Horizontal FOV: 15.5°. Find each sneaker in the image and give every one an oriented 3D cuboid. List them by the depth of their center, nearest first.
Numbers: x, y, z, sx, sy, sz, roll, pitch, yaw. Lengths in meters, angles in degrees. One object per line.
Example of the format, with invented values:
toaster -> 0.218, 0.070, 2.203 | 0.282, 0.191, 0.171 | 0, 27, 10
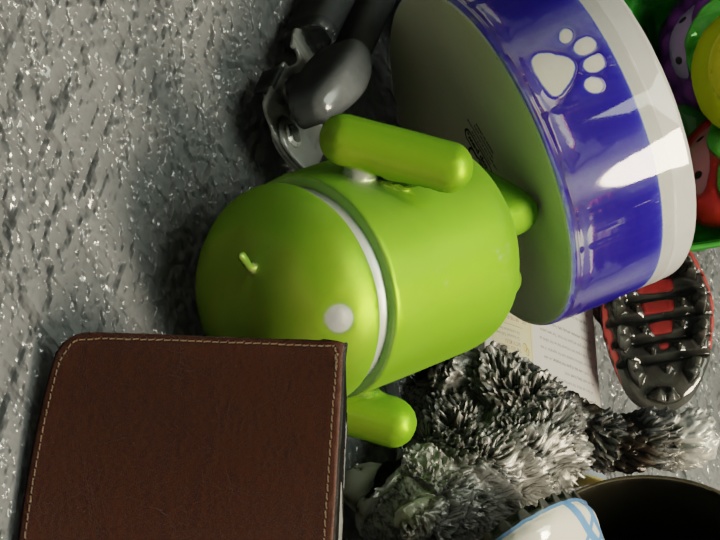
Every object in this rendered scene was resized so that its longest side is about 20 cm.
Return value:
sneaker -> 0.109, 0.175, 1.397 | 0.073, 0.072, 0.200 | 59, -1, 30
sneaker -> 0.175, 0.011, 1.668 | 0.098, 0.071, 0.201 | 98, -14, -56

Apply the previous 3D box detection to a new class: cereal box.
cereal box -> 0.093, 0.023, 1.584 | 0.144, 0.039, 0.201 | 22, 61, -55

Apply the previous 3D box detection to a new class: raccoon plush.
raccoon plush -> 0.089, 0.111, 1.407 | 0.134, 0.199, 0.097 | -80, 160, -52

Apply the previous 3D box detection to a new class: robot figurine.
robot figurine -> 0.000, 0.000, 1.336 | 0.200, 0.116, 0.176 | -19, 134, -44

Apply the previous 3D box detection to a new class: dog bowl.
dog bowl -> 0.096, -0.074, 1.443 | 0.079, 0.200, 0.201 | -23, 102, -18

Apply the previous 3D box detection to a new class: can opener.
can opener -> -0.008, -0.125, 1.450 | 0.053, 0.066, 0.200 | 58, 30, -28

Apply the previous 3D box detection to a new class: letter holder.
letter holder -> -0.081, 0.140, 1.203 | 0.101, 0.142, 0.201 | 90, 3, -63

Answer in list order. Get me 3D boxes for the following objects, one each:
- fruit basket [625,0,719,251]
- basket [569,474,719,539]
fruit basket -> 0.253, -0.118, 1.794 | 0.216, 0.155, 0.216 | -8, 90, -75
basket -> 0.207, 0.224, 1.601 | 0.136, 0.180, 0.200 | -65, 150, -14
